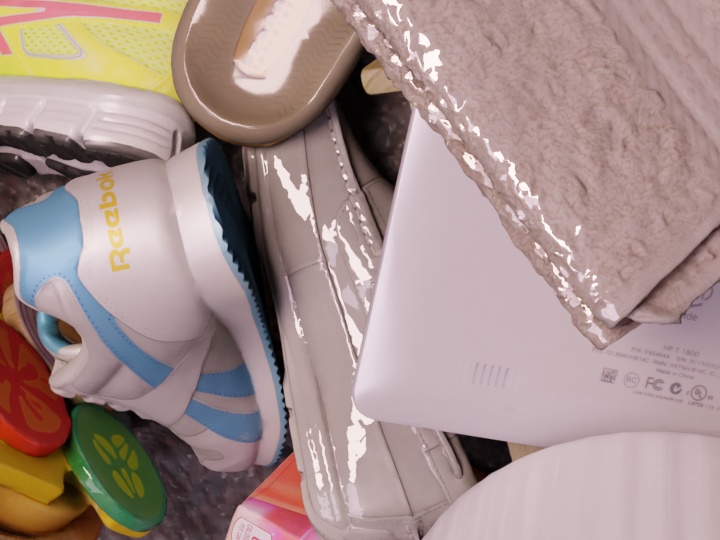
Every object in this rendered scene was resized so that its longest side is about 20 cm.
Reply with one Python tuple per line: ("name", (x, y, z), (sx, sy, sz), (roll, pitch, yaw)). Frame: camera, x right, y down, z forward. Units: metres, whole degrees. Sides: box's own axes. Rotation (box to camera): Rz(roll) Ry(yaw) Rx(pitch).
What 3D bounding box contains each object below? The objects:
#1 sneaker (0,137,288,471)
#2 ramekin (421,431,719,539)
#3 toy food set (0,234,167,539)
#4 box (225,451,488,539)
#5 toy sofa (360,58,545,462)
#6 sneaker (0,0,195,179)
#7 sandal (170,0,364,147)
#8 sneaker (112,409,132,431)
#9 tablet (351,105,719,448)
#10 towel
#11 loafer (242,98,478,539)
("sneaker", (-0.073, 0.019, 0.843), (0.081, 0.077, 0.200), (-13, 152, 0))
("ramekin", (0.097, 0.146, 0.753), (0.200, 0.098, 0.201), (4, 128, 5))
("toy food set", (-0.153, 0.021, 0.845), (0.049, 0.198, 0.200), (-38, 55, 16))
("box", (-0.010, 0.167, 0.915), (0.102, 0.095, 0.200), (29, 124, 13))
("toy sofa", (0.082, 0.001, 0.794), (0.097, 0.083, 0.201), (-6, 110, 31))
("sneaker", (-0.126, -0.086, 0.882), (0.200, 0.078, 0.091), (15, 79, 37))
("sandal", (-0.007, -0.133, 0.769), (0.080, 0.054, 0.200), (28, 99, 9))
("sneaker", (-0.196, 0.045, 0.970), (0.200, 0.078, 0.140), (-17, 104, 33))
("tablet", (0.105, 0.001, 0.746), (0.199, 0.014, 0.131), (10, 103, -11))
("towel", (0.065, -0.085, 0.709), (0.200, 0.132, 0.034), (52, 157, 8))
("loafer", (0.000, 0.000, 0.831), (0.070, 0.070, 0.201), (-11, 85, 0))
